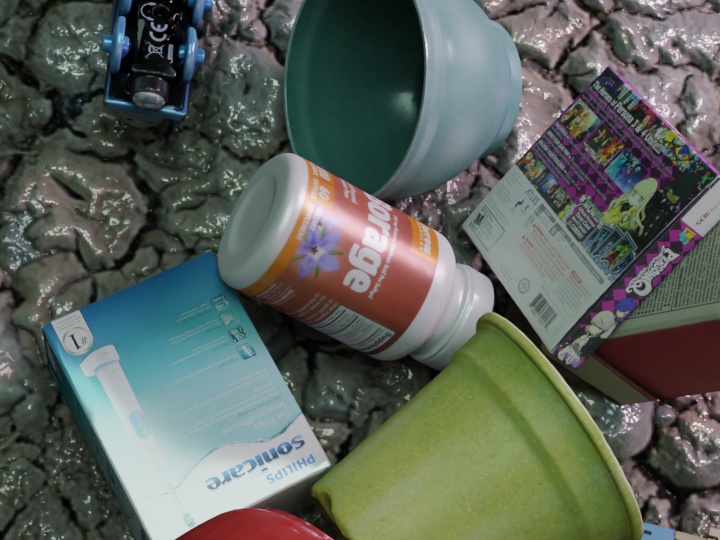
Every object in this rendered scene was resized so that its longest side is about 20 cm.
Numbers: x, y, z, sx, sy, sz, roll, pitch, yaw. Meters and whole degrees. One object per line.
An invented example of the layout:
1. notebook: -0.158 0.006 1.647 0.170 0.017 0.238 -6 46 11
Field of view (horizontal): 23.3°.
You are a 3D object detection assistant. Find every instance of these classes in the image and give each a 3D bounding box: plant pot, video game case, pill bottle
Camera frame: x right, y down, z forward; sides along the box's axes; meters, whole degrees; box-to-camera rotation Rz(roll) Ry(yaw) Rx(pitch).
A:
1. plant pot: 0.072 0.163 1.270 0.184 0.200 0.201 -32 72 -10
2. video game case: 0.179 -0.045 1.349 0.181 0.036 0.200 -48 33 11
3. pill bottle: 0.000 0.000 1.343 0.200 0.112 0.112 27 62 -24
4. plant pot: 0.046 -0.152 1.419 0.134 0.200 0.201 -1 62 -35

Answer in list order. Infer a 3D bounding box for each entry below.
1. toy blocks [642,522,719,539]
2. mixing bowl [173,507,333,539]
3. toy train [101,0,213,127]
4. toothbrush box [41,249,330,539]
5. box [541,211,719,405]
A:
1. toy blocks: 0.248 0.270 1.294 0.136 0.100 0.200 13 64 13
2. mixing bowl: -0.062 0.237 1.212 0.200 0.200 0.109 31 64 9
3. toy train: -0.170 -0.210 1.452 0.086 0.114 0.201 7 65 -11
4. toothbrush box: -0.133 0.109 1.324 0.146 0.085 0.200 -26 69 -17
5. box: 0.255 0.016 1.332 0.109 0.200 0.128 33 60 -32
